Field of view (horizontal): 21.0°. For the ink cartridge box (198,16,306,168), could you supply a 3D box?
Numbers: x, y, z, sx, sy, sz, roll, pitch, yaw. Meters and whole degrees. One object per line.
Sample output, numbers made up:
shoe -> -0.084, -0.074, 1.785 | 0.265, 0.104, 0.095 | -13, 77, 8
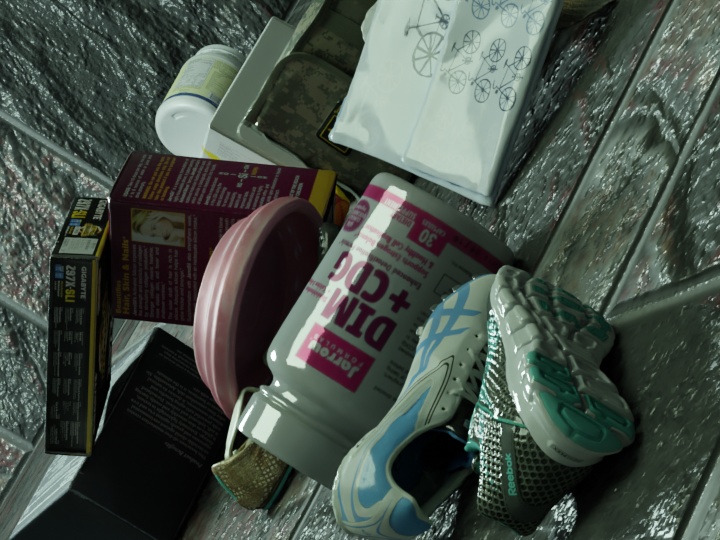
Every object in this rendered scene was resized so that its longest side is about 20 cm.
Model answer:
ink cartridge box -> -0.079, -0.152, 2.115 | 0.147, 0.146, 0.200 | -61, 1, -16

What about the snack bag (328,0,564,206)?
snack bag -> 0.064, -0.166, 1.519 | 0.200, 0.021, 0.189 | 26, 100, 45

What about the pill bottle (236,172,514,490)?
pill bottle -> 0.008, 0.045, 1.311 | 0.200, 0.113, 0.113 | -59, 10, -2

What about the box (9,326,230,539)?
box -> -0.232, 0.195, 1.945 | 0.200, 0.123, 0.199 | -40, 20, 56

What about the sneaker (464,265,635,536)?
sneaker -> 0.085, 0.066, 1.018 | 0.091, 0.078, 0.200 | -58, 8, 20

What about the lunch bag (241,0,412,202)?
lunch bag -> 0.004, -0.176, 1.826 | 0.200, 0.164, 0.118 | -60, 7, -9

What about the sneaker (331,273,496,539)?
sneaker -> 0.055, 0.082, 1.155 | 0.072, 0.072, 0.200 | 2, 46, 38

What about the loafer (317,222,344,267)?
loafer -> 0.000, 0.000, 1.639 | 0.200, 0.071, 0.073 | 68, -155, -89

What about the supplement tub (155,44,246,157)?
supplement tub -> -0.285, -0.313, 3.605 | 0.145, 0.145, 0.200 | -48, 14, 42

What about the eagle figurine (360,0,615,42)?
eagle figurine -> 0.113, -0.221, 1.576 | 0.151, 0.152, 0.200 | -40, -7, -35

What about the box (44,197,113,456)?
box -> -0.261, 0.050, 1.820 | 0.160, 0.049, 0.200 | -95, 10, -69

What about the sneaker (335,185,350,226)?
sneaker -> -0.070, -0.021, 2.037 | 0.077, 0.073, 0.200 | -39, 1, -42

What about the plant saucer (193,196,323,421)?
plant saucer -> -0.087, 0.033, 1.661 | 0.200, 0.051, 0.201 | 11, -90, -70

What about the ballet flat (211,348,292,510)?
ballet flat -> -0.061, 0.100, 1.596 | 0.200, 0.065, 0.071 | -62, 10, -25

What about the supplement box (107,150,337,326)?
supplement box -> -0.127, -0.024, 1.802 | 0.103, 0.200, 0.131 | -76, -9, -59
